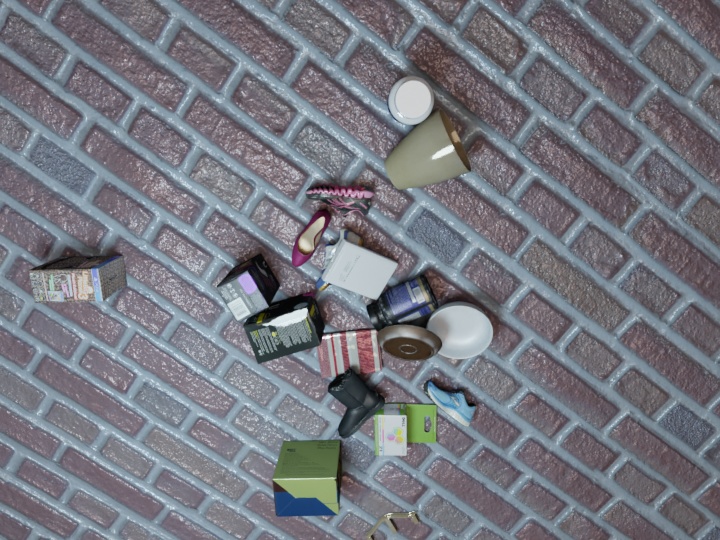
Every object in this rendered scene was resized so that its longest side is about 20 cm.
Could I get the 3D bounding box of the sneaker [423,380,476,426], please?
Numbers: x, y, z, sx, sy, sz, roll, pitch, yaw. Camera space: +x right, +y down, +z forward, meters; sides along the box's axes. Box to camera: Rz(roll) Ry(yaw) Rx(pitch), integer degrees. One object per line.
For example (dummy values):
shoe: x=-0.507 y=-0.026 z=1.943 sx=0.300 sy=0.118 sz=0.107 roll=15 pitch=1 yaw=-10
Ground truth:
sneaker: x=0.285 y=0.405 z=1.696 sx=0.199 sy=0.078 sz=0.090 roll=38 pitch=85 yaw=-13

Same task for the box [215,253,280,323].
box: x=-0.318 y=0.046 z=1.532 sx=0.105 sy=0.200 sz=0.123 roll=-27 pitch=103 yaw=8

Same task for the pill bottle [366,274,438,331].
pill bottle: x=0.123 y=0.102 z=1.585 sx=0.199 sy=0.112 sz=0.113 roll=-25 pitch=103 yaw=8

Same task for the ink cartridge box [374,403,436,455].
ink cartridge box: x=0.146 y=0.509 z=1.711 sx=0.198 sy=0.076 sz=0.149 roll=-1 pitch=106 yaw=4

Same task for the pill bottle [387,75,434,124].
pill bottle: x=0.130 y=-0.442 z=1.392 sx=0.118 sy=0.200 sz=0.121 roll=0 pitch=105 yaw=1

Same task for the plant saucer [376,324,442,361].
plant saucer: x=0.144 y=0.224 z=1.596 sx=0.198 sy=0.032 sz=0.201 roll=8 pitch=146 yaw=6

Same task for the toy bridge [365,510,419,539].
toy bridge: x=0.105 y=0.873 z=1.837 sx=0.199 sy=0.027 sz=0.068 roll=-29 pitch=102 yaw=8

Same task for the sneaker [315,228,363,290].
sneaker: x=-0.079 y=-0.034 z=1.582 sx=0.088 sy=0.075 sz=0.201 roll=39 pitch=97 yaw=4

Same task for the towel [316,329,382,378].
towel: x=-0.036 y=0.260 z=1.678 sx=0.198 sy=0.023 sz=0.146 roll=-6 pitch=105 yaw=2

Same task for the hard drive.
hard drive: x=0.000 y=0.000 z=1.557 sx=0.199 sy=0.027 sz=0.133 roll=22 pitch=106 yaw=-34

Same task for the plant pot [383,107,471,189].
plant pot: x=0.170 y=-0.307 z=1.452 sx=0.199 sy=0.187 sz=0.188 roll=-25 pitch=104 yaw=22

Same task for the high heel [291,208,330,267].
high heel: x=-0.151 y=-0.090 z=1.546 sx=0.067 sy=0.096 sz=0.201 roll=26 pitch=104 yaw=-6

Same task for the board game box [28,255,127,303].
board game box: x=-0.818 y=0.023 z=1.558 sx=0.198 sy=0.160 sz=0.098 roll=-1 pitch=105 yaw=1

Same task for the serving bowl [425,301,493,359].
serving bowl: x=0.297 y=0.170 z=1.612 sx=0.198 sy=0.066 sz=0.202 roll=5 pitch=123 yaw=7

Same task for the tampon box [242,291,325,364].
tampon box: x=-0.222 y=0.166 z=1.589 sx=0.198 sy=0.150 sz=0.127 roll=-17 pitch=105 yaw=5

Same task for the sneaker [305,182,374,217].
sneaker: x=-0.062 y=-0.197 z=1.534 sx=0.198 sy=0.079 sz=0.096 roll=5 pitch=117 yaw=1

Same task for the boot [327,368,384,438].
boot: x=-0.045 y=0.416 z=1.679 sx=0.168 sy=0.077 sz=0.200 roll=42 pitch=105 yaw=-17

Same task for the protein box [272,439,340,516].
protein box: x=-0.162 y=0.655 z=1.694 sx=0.196 sy=0.200 sz=0.136 roll=-2 pitch=105 yaw=2
